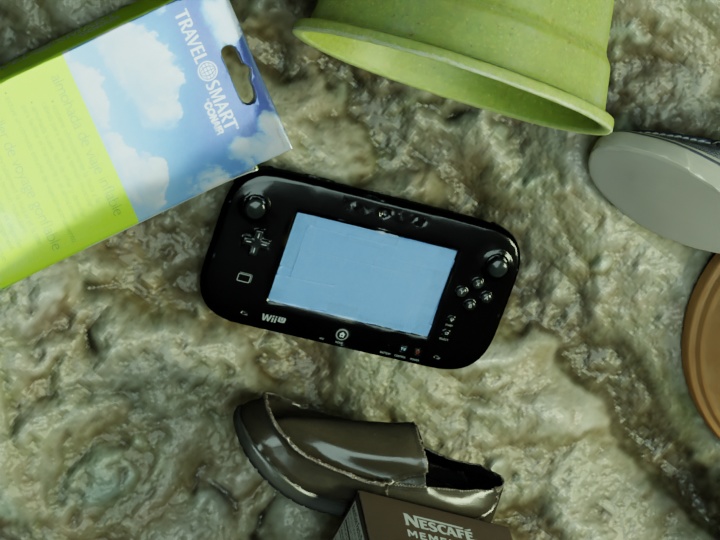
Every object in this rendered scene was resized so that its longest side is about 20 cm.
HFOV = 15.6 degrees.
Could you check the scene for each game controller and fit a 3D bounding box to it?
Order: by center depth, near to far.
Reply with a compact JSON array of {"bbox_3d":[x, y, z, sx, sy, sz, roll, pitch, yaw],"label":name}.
[{"bbox_3d":[0.000,0.000,1.667,0.200,0.042,0.105,13,102,-17],"label":"game controller"}]

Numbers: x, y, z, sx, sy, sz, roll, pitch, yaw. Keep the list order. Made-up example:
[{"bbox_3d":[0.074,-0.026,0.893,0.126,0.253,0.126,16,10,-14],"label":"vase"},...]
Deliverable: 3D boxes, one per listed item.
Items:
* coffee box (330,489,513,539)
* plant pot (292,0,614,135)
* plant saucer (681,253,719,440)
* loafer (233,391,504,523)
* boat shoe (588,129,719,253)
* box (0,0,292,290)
[{"bbox_3d":[0.014,0.249,1.684,0.114,0.080,0.200,16,122,-22],"label":"coffee box"},{"bbox_3d":[0.081,-0.199,1.568,0.200,0.200,0.185,17,89,-18],"label":"plant pot"},{"bbox_3d":[0.315,0.049,1.751,0.200,0.037,0.201,-2,106,-6],"label":"plant saucer"},{"bbox_3d":[0.009,0.118,1.682,0.200,0.073,0.071,24,116,-29],"label":"loafer"},{"bbox_3d":[0.252,-0.061,1.701,0.200,0.093,0.075,23,142,6],"label":"boat shoe"},{"bbox_3d":[-0.156,-0.086,1.600,0.200,0.048,0.122,-26,111,-6],"label":"box"}]
